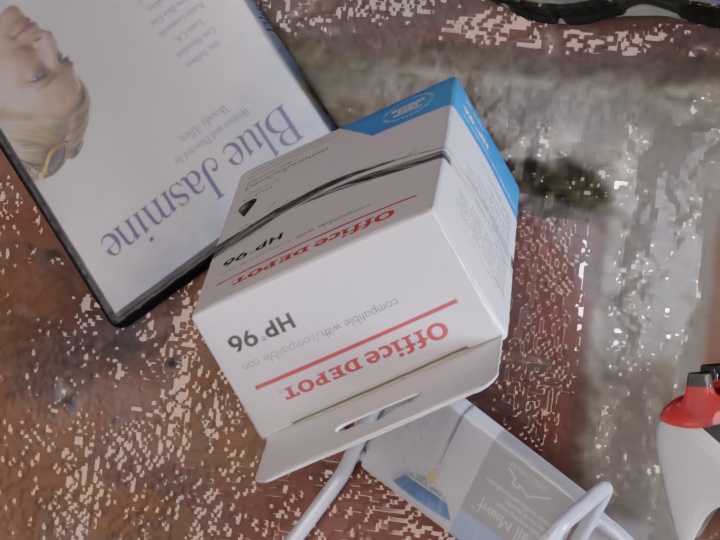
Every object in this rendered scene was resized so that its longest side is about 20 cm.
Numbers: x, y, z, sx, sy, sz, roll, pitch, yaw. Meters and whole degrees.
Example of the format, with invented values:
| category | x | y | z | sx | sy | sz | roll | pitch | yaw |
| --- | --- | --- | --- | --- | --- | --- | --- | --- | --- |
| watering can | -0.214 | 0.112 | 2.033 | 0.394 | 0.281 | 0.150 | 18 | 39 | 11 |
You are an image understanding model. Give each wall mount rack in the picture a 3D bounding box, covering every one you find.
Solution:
| category | x | y | z | sx | sy | sz | roll | pitch | yaw |
| --- | --- | --- | --- | --- | --- | --- | --- | --- | --- |
| wall mount rack | 0.025 | 0.126 | 1.223 | 0.200 | 0.075 | 0.174 | 37 | 131 | 16 |

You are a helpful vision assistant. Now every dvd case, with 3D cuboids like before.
| category | x | y | z | sx | sy | sz | roll | pitch | yaw |
| --- | --- | --- | --- | --- | --- | --- | --- | --- | --- |
| dvd case | -0.112 | -0.093 | 1.299 | 0.143 | 0.018 | 0.200 | -36 | 78 | 12 |

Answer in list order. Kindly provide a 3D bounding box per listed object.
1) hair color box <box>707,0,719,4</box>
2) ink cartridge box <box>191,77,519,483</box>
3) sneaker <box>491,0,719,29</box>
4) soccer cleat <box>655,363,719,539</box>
| category | x | y | z | sx | sy | sz | roll | pitch | yaw |
| --- | --- | --- | --- | --- | --- | --- | --- | --- | --- |
| hair color box | 0.215 | -0.115 | 1.064 | 0.200 | 0.109 | 0.065 | 17 | 94 | 21 |
| ink cartridge box | 0.000 | 0.000 | 1.162 | 0.116 | 0.200 | 0.068 | -25 | 110 | 15 |
| sneaker | 0.119 | -0.161 | 1.218 | 0.200 | 0.077 | 0.089 | 9 | 59 | 19 |
| soccer cleat | 0.223 | 0.086 | 1.166 | 0.200 | 0.069 | 0.085 | 2 | 97 | 21 |
